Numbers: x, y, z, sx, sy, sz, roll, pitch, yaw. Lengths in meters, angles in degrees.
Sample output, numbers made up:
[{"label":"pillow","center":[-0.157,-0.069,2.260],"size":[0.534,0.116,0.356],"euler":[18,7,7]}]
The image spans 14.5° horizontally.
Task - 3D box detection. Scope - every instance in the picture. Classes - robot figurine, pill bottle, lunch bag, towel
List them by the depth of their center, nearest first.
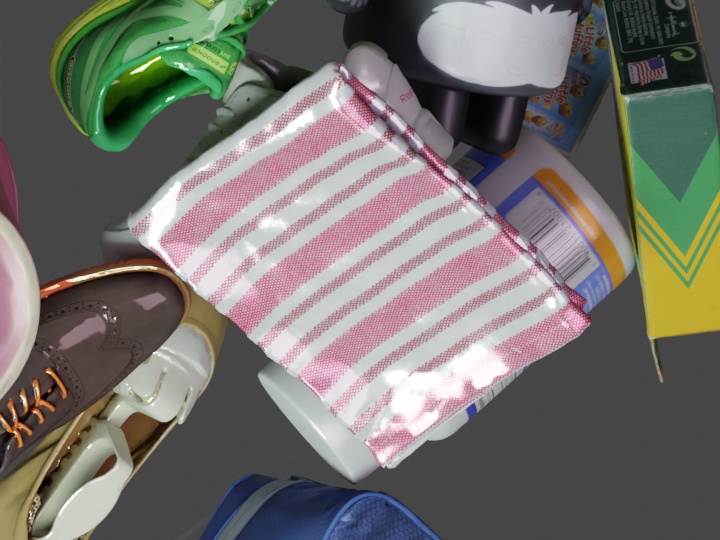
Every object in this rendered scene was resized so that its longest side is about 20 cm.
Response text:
[{"label":"towel","center":[0.000,0.000,1.436],"size":[0.146,0.030,0.200],"euler":[-37,113,24]},{"label":"robot figurine","center":[0.058,-0.165,1.499],"size":[0.125,0.150,0.200],"euler":[13,104,9]},{"label":"pill bottle","center":[0.044,0.022,1.559],"size":[0.200,0.112,0.112],"euler":[-41,121,-7]},{"label":"lunch bag","center":[-0.006,0.208,1.587],"size":[0.200,0.132,0.136],"euler":[43,69,-31]}]

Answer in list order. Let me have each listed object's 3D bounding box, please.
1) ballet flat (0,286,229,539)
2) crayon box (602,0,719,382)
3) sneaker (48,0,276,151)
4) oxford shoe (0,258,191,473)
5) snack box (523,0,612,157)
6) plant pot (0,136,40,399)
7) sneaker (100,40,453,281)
[{"label":"ballet flat","center":[-0.125,0.083,1.519],"size":[0.069,0.063,0.200],"euler":[37,87,-33]},{"label":"crayon box","center":[0.171,-0.054,1.569],"size":[0.051,0.127,0.200],"euler":[-8,129,3]},{"label":"sneaker","center":[-0.070,-0.131,1.426],"size":[0.200,0.084,0.074],"euler":[-41,140,23]},{"label":"oxford shoe","center":[-0.170,0.066,1.454],"size":[0.200,0.073,0.071],"euler":[-33,120,4]},{"label":"snack box","center":[0.132,-0.167,1.593],"size":[0.072,0.024,0.200],"euler":[24,95,-31]},{"label":"plant pot","center":[-0.243,-0.005,1.357],"size":[0.200,0.179,0.200],"euler":[-9,111,-24]},{"label":"sneaker","center":[-0.056,-0.063,1.476],"size":[0.200,0.078,0.099],"euler":[-23,101,17]}]
